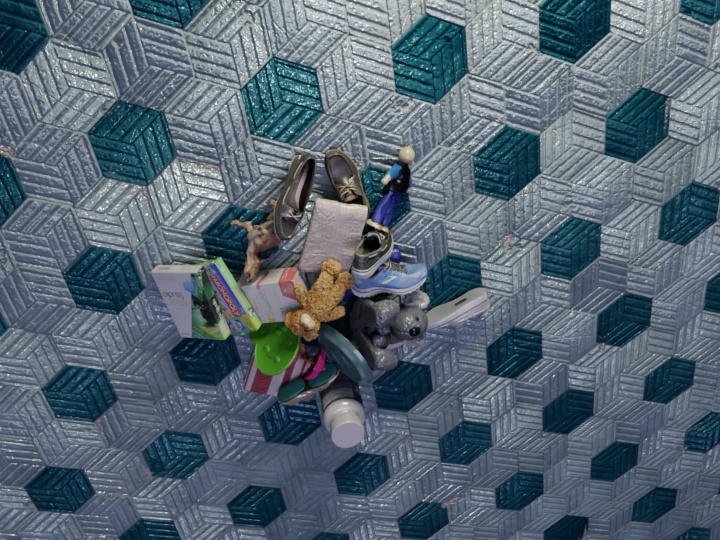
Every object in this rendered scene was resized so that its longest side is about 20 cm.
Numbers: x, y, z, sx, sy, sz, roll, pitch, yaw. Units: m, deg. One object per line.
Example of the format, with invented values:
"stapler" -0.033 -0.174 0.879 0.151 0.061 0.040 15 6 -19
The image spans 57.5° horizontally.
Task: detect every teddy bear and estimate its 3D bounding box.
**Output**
"teddy bear" -0.094 0.073 1.563 0.199 0.066 0.147 -38 123 -14

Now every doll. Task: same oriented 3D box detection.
"doll" 0.078 -0.194 1.548 0.136 0.048 0.204 13 102 -60

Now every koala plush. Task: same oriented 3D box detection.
"koala plush" 0.089 0.133 1.675 0.196 0.183 0.182 -8 109 -26

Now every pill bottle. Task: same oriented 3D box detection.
"pill bottle" -0.049 0.376 1.781 0.116 0.201 0.122 -5 121 -8

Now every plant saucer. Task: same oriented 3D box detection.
"plant saucer" -0.046 0.222 1.703 0.027 0.198 0.202 -42 123 -21

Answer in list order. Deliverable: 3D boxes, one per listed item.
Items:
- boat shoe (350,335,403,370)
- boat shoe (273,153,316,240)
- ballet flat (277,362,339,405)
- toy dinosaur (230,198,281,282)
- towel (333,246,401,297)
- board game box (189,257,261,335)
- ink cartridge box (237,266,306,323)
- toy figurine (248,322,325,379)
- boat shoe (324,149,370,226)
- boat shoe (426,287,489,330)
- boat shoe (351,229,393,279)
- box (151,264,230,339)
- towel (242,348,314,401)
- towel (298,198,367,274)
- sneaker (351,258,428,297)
"boat shoe" 0.052 0.217 1.797 0.195 0.076 0.094 -17 135 1
"boat shoe" -0.147 -0.167 1.487 0.066 0.056 0.205 17 86 -36
"ballet flat" -0.135 0.310 1.789 0.197 0.069 0.062 -27 144 14
"toy dinosaur" -0.218 -0.078 1.565 0.198 0.086 0.137 -34 133 -11
"towel" 0.000 0.000 1.672 0.195 0.050 0.150 0 125 -11
"board game box" -0.343 0.069 1.599 0.132 0.029 0.203 -11 119 33
"ink cartridge box" -0.233 0.064 1.625 0.195 0.068 0.119 -6 122 16
"toy figurine" -0.174 0.211 1.705 0.152 0.199 0.183 -55 137 -1
"boat shoe" -0.023 -0.190 1.541 0.073 0.074 0.202 -27 121 5
"boat shoe" 0.261 0.121 1.776 0.196 0.074 0.066 -25 117 4
"boat shoe" 0.035 -0.057 1.560 0.070 0.201 0.072 15 125 11
"box" -0.411 0.079 1.597 0.141 0.037 0.203 1 126 26
"towel" -0.213 0.287 1.803 0.195 0.023 0.146 13 117 -17
"towel" -0.068 -0.074 1.551 0.129 0.035 0.203 6 125 -16
"sneaker" 0.072 0.008 1.614 0.195 0.079 0.091 -9 128 -6
